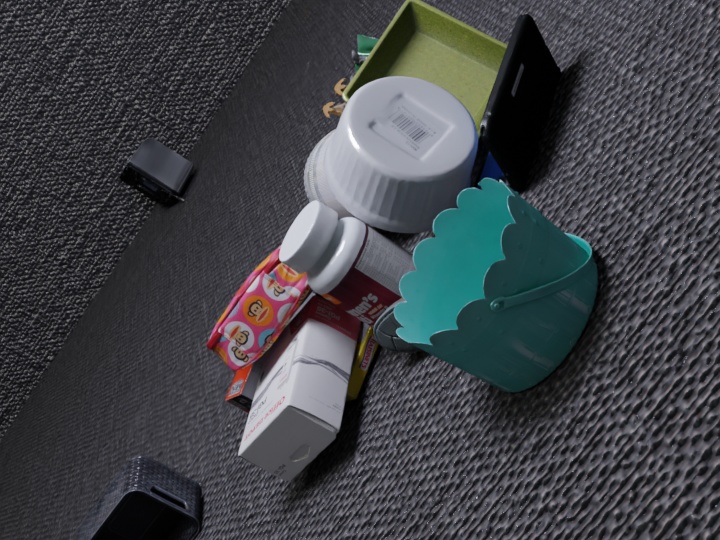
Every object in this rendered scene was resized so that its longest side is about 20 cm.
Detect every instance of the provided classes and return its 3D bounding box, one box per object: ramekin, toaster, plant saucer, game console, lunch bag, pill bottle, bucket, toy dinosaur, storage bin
[{"bbox_3d":[0.057,-0.157,1.546,0.098,0.199,0.202,109,178,-53],"label":"ramekin"},{"bbox_3d":[-0.583,-0.276,3.433,0.119,0.199,0.181,-61,12,-17],"label":"toaster"},{"bbox_3d":[0.105,-0.264,1.696,0.200,0.199,0.048,-57,-11,-20],"label":"plant saucer"},{"bbox_3d":[0.177,-0.200,1.549,0.116,0.176,0.201,0,56,34],"label":"game console"},{"bbox_3d":[-0.118,0.037,1.667,0.200,0.082,0.176,-50,-2,22],"label":"lunch bag"},{"bbox_3d":[0.000,0.000,1.545,0.110,0.199,0.110,-48,21,26],"label":"pill bottle"},{"bbox_3d":[0.144,0.019,1.260,0.207,0.134,0.208,-48,23,28],"label":"bucket"},{"bbox_3d":[-0.011,-0.245,1.806,0.199,0.106,0.061,7,83,47],"label":"toy dinosaur"},{"bbox_3d":[-0.355,0.411,1.899,0.200,0.135,0.094,-51,21,20],"label":"storage bin"}]

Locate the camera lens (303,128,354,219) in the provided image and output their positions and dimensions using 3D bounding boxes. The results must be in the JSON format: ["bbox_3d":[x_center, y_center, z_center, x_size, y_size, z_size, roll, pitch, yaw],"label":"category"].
[{"bbox_3d":[0.015,-0.147,1.787,0.161,0.159,0.200,-63,20,-14],"label":"camera lens"}]

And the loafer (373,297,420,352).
[{"bbox_3d":[0.100,0.041,1.466,0.199,0.072,0.063,-32,12,40],"label":"loafer"}]

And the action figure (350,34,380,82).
[{"bbox_3d":[0.085,-0.317,1.879,0.055,0.198,0.119,3,-91,-77],"label":"action figure"}]

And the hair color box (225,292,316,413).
[{"bbox_3d":[-0.116,0.125,1.795,0.061,0.101,0.201,-26,36,55],"label":"hair color box"}]

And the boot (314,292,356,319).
[{"bbox_3d":[-0.021,0.011,1.740,0.165,0.065,0.201,-49,9,41],"label":"boot"}]

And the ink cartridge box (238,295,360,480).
[{"bbox_3d":[-0.080,0.158,1.606,0.147,0.082,0.201,-47,21,40],"label":"ink cartridge box"}]

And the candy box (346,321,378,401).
[{"bbox_3d":[0.002,0.090,1.666,0.102,0.026,0.201,-21,42,61],"label":"candy box"}]
